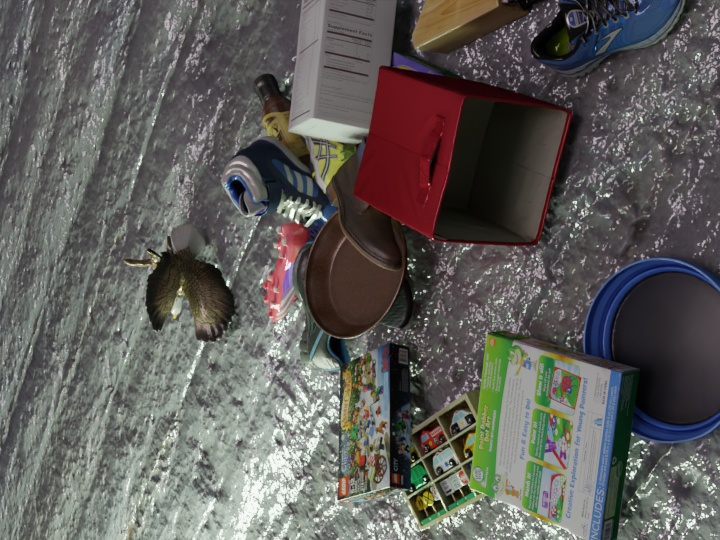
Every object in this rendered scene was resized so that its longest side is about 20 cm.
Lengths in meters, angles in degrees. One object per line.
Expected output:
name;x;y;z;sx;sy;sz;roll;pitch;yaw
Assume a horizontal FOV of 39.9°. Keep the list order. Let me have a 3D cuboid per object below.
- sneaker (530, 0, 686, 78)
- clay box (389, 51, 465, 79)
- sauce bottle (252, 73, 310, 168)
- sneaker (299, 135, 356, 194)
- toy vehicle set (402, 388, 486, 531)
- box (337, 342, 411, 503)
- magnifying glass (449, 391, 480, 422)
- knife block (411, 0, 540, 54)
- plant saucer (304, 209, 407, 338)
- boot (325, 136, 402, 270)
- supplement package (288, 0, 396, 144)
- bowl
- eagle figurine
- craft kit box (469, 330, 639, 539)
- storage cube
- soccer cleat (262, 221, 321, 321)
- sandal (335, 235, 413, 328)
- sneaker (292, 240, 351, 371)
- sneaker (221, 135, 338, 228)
sneaker;0.274;-0.279;1.112;0.199;0.088;0.080;-30;71;45
clay box;0.067;-0.189;1.381;0.115;0.047;0.203;35;116;43
sauce bottle;-0.119;-0.226;1.580;0.065;0.064;0.202;-49;56;37
sneaker;-0.037;-0.183;1.480;0.076;0.075;0.202;-47;59;38
toy vehicle set;0.119;0.258;1.335;0.200;0.026;0.125;-43;68;44
box;0.018;0.219;1.407;0.136;0.037;0.203;-31;52;51
magnifying glass;0.159;0.186;1.308;0.199;0.022;0.081;-29;74;48
knife block;0.168;-0.338;1.249;0.176;0.063;0.202;46;124;38
plant saucer;0.000;0.000;1.415;0.199;0.036;0.203;-17;66;41
boot;0.019;-0.093;1.341;0.098;0.074;0.201;-58;43;28
supplement package;-0.026;-0.293;1.395;0.113;0.108;0.203;176;101;-67
bowl;0.338;0.086;1.090;0.199;0.039;0.204;3;94;49
eagle figurine;-0.318;0.030;1.762;0.200;0.150;0.152;49;164;55
craft kit box;0.222;0.190;1.163;0.196;0.048;0.203;14;102;44
storage cube;0.121;-0.141;1.217;0.179;0.198;0.173;32;115;50
soccer cleat;-0.107;0.005;1.580;0.067;0.075;0.202;-115;29;-43
sandal;0.023;0.007;1.450;0.077;0.042;0.200;-58;46;20
sneaker;-0.051;0.055;1.515;0.081;0.073;0.203;4;104;45
sneaker;-0.116;-0.097;1.463;0.200;0.147;0.081;43;134;-5
